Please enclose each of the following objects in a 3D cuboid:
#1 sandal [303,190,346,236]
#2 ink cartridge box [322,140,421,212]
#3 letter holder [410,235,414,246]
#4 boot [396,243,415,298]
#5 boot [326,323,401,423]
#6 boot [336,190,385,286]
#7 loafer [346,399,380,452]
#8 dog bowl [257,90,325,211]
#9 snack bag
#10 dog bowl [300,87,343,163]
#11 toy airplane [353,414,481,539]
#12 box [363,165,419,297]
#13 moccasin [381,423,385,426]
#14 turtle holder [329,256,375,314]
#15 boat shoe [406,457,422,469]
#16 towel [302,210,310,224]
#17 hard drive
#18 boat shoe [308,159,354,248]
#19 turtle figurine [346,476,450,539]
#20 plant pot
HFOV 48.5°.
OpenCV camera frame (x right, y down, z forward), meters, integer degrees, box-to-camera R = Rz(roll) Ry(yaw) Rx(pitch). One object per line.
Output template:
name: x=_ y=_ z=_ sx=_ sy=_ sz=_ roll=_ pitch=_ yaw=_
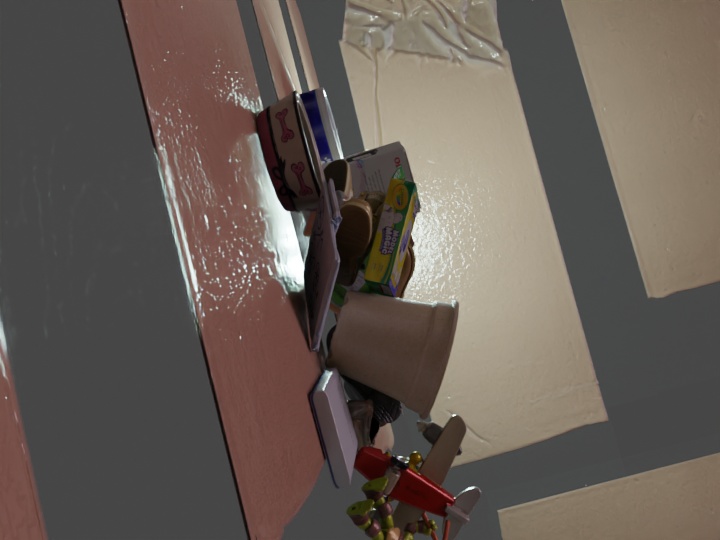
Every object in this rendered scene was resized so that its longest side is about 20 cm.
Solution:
sandal: x=-0.049 y=-0.091 z=1.422 sx=0.080 sy=0.059 sz=0.207 roll=-68 pitch=-164 yaw=-8
ink cartridge box: x=0.014 y=-0.173 z=1.699 sx=0.083 sy=0.199 sz=0.147 roll=-101 pitch=175 yaw=-70
letter holder: x=0.023 y=-0.024 z=1.743 sx=0.201 sy=0.100 sz=0.142 roll=-62 pitch=157 yaw=-18
boot: x=0.034 y=0.044 z=1.621 sx=0.200 sy=0.066 sz=0.176 roll=-35 pitch=138 yaw=-51
boot: x=-0.011 y=0.194 z=1.434 sx=0.201 sy=0.070 sz=0.132 roll=60 pitch=-17 yaw=2
boot: x=0.004 y=-0.086 z=1.327 sx=0.200 sy=0.072 sz=0.156 roll=99 pitch=15 yaw=-54
loafer: x=0.007 y=0.269 z=1.353 sx=0.200 sy=0.062 sz=0.072 roll=69 pitch=7 yaw=-60
dog bowl: x=-0.111 y=-0.187 z=1.309 sx=0.200 sy=0.073 sz=0.201 roll=-16 pitch=90 yaw=-86
snack bag: x=-0.057 y=-0.009 z=1.210 sx=0.201 sy=0.021 sz=0.189 roll=-101 pitch=-159 yaw=-50
dog bowl: x=-0.109 y=-0.376 z=2.114 sx=0.200 sy=0.078 sz=0.201 roll=-15 pitch=90 yaw=-87
toy airplane: x=0.091 y=0.345 z=1.289 sx=0.141 sy=0.199 sz=0.200 roll=-149 pitch=-136 yaw=-69
box: x=0.058 y=-0.064 z=1.328 sx=0.117 sy=0.048 sz=0.201 roll=59 pitch=44 yaw=-76
moccasin: x=0.010 y=0.225 z=1.593 sx=0.074 sy=0.077 sz=0.202 roll=46 pitch=29 yaw=-51
turtle holder: x=-0.011 y=0.000 z=1.472 sx=0.132 sy=0.140 sz=0.186 roll=120 pitch=-20 yaw=-55
boat shoe: x=0.142 y=0.593 z=2.326 sx=0.200 sy=0.071 sz=0.068 roll=85 pitch=28 yaw=-70
towel: x=-0.118 y=-0.202 z=1.611 sx=0.191 sy=0.032 sz=0.201 roll=-94 pitch=169 yaw=-77
hard drive: x=-0.036 y=0.222 z=1.164 sx=0.200 sy=0.025 sz=0.133 roll=-37 pitch=112 yaw=-87
boat shoe: x=-0.049 y=-0.112 z=1.536 sx=0.063 sy=0.073 sz=0.202 roll=28 pitch=65 yaw=-57
turtle figurine: x=0.047 y=0.387 z=1.166 sx=0.200 sy=0.064 sz=0.162 roll=-36 pitch=106 yaw=-39
plant pot: x=0.045 y=0.121 z=1.310 sx=0.200 sy=0.182 sz=0.202 roll=16 pitch=90 yaw=-89
